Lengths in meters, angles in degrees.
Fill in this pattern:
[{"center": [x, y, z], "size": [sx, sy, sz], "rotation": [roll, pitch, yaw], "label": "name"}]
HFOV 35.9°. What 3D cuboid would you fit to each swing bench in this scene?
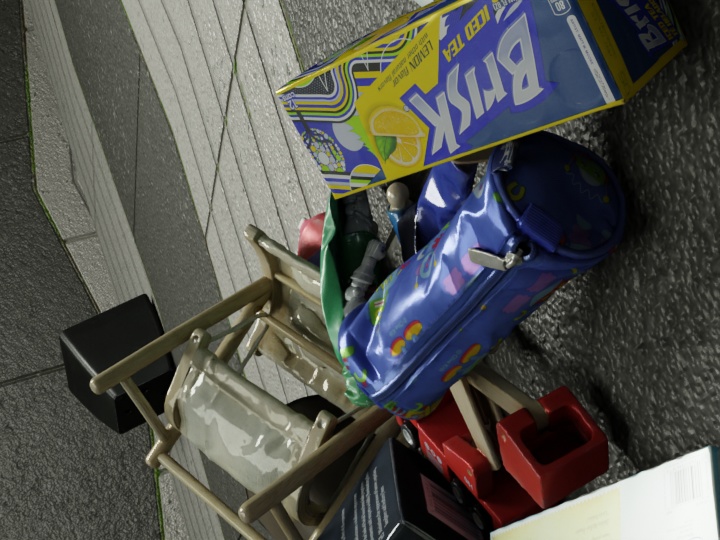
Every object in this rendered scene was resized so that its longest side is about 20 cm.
[{"center": [-0.067, 0.101, 0.890], "size": [0.198, 0.200, 0.131], "rotation": [30, 155, 35], "label": "swing bench"}]

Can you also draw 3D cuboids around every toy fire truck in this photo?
[{"center": [0.078, 0.099, 0.709], "size": [0.200, 0.048, 0.142], "rotation": [47, 156, 46], "label": "toy fire truck"}]

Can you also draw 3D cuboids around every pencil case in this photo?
[{"center": [0.058, 0.009, 0.604], "size": [0.078, 0.087, 0.200], "rotation": [41, 137, 1], "label": "pencil case"}]

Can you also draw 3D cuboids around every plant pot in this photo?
[{"center": [-0.476, 0.206, 2.256], "size": [0.178, 0.198, 0.201], "rotation": [49, 151, 31], "label": "plant pot"}]

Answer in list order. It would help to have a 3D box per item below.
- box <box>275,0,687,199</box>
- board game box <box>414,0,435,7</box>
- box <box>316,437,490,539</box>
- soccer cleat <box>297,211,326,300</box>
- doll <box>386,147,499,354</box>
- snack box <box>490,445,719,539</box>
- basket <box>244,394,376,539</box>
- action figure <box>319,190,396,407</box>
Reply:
[{"center": [0.050, -0.096, 0.534], "size": [0.199, 0.064, 0.071], "rotation": [-14, 110, 50], "label": "box"}, {"center": [0.035, -0.257, 0.592], "size": [0.201, 0.055, 0.198], "rotation": [-126, 28, -47], "label": "board game box"}, {"center": [0.010, 0.243, 0.754], "size": [0.106, 0.201, 0.149], "rotation": [34, -171, -8], "label": "box"}, {"center": [-0.024, 0.040, 0.987], "size": [0.077, 0.066, 0.202], "rotation": [49, 146, 44], "label": "soccer cleat"}, {"center": [0.059, -0.008, 0.725], "size": [0.138, 0.048, 0.201], "rotation": [62, 158, 19], "label": "doll"}, {"center": [0.128, 0.172, 0.555], "size": [0.200, 0.037, 0.118], "rotation": [136, 142, -56], "label": "snack box"}, {"center": [0.004, 0.228, 0.943], "size": [0.200, 0.135, 0.182], "rotation": [43, 162, 51], "label": "basket"}, {"center": [0.000, 0.000, 0.800], "size": [0.118, 0.054, 0.203], "rotation": [56, -151, -65], "label": "action figure"}]
